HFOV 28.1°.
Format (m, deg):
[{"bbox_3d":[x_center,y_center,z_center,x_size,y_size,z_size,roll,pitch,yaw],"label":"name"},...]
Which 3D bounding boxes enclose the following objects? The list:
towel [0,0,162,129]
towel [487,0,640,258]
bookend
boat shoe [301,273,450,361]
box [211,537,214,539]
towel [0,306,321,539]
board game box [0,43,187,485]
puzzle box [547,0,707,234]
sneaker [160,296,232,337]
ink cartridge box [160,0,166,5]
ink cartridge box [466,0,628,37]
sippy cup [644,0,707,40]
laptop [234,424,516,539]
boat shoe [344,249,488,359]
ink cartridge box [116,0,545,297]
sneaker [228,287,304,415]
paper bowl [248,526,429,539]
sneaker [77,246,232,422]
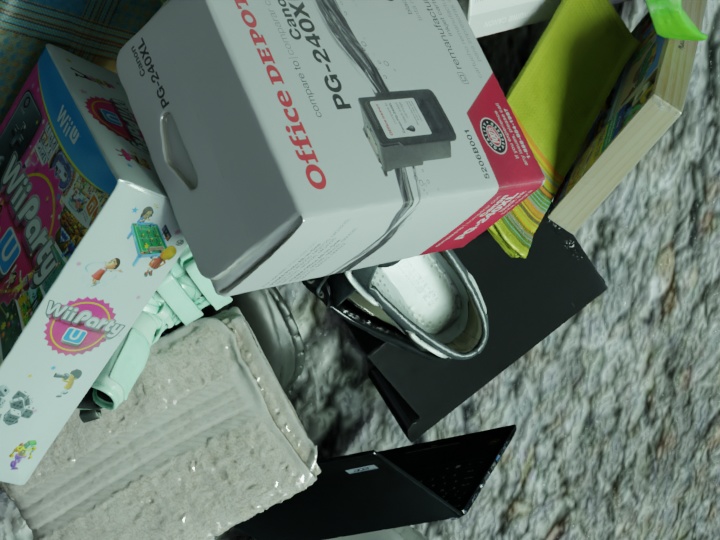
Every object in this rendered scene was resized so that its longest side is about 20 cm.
[{"bbox_3d":[-0.169,-0.125,0.871,0.146,0.022,0.201,13,110,-46],"label":"towel"},{"bbox_3d":[0.137,-0.113,1.026,0.086,0.018,0.201,46,66,-39],"label":"towel"},{"bbox_3d":[0.053,-0.008,1.099,0.200,0.092,0.199,-39,127,2],"label":"bookend"},{"bbox_3d":[-0.002,0.002,0.984,0.074,0.066,0.199,-35,123,22],"label":"boat shoe"},{"bbox_3d":[-0.153,0.181,1.050,0.038,0.042,0.200,-9,150,9],"label":"box"},{"bbox_3d":[-0.135,0.122,0.935,0.199,0.133,0.034,-30,180,5],"label":"towel"},{"bbox_3d":[-0.184,-0.004,0.820,0.064,0.148,0.201,21,113,-40],"label":"board game box"},{"bbox_3d":[0.201,-0.130,1.068,0.133,0.025,0.201,-54,-173,40],"label":"puzzle box"},{"bbox_3d":[-0.130,0.043,0.995,0.200,0.070,0.078,-51,142,11],"label":"sneaker"},{"bbox_3d":[-0.009,-0.181,0.910,0.200,0.076,0.148,-46,148,-8],"label":"ink cartridge box"},{"bbox_3d":[0.146,-0.271,1.024,0.199,0.045,0.178,-18,129,-31],"label":"ink cartridge box"},{"bbox_3d":[0.240,-0.257,0.997,0.178,0.140,0.130,-46,150,11],"label":"sippy cup"},{"bbox_3d":[-0.004,0.143,1.089,0.200,0.176,0.104,-46,116,-55],"label":"laptop"},{"bbox_3d":[0.018,-0.020,0.914,0.076,0.060,0.200,-48,122,-4],"label":"boat shoe"},{"bbox_3d":[-0.013,-0.081,0.784,0.199,0.146,0.083,-12,162,-46],"label":"ink cartridge box"},{"bbox_3d":[-0.092,0.079,1.050,0.090,0.076,0.201,-19,128,-23],"label":"sneaker"},{"bbox_3d":[-0.020,0.274,1.152,0.200,0.200,0.105,-28,136,-23],"label":"paper bowl"},{"bbox_3d":[-0.115,0.028,0.876,0.199,0.119,0.074,-16,141,17],"label":"sneaker"}]
